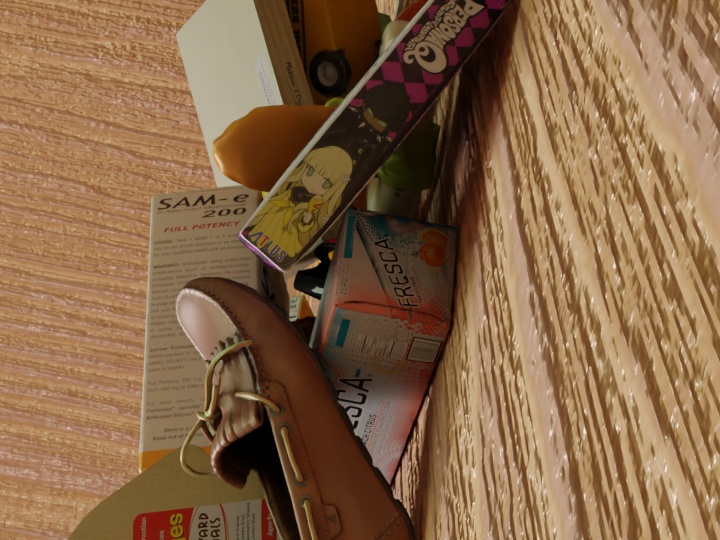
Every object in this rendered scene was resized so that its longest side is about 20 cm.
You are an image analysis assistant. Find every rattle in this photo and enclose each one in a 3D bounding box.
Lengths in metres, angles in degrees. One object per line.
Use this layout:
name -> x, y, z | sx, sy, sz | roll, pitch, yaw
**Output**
rattle -> -0.015, -0.114, 1.108 | 0.131, 0.141, 0.201 | 78, -173, -47

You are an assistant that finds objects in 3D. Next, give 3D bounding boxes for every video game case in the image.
video game case -> 0.002, -0.077, 0.913 | 0.182, 0.036, 0.200 | -50, 4, -2

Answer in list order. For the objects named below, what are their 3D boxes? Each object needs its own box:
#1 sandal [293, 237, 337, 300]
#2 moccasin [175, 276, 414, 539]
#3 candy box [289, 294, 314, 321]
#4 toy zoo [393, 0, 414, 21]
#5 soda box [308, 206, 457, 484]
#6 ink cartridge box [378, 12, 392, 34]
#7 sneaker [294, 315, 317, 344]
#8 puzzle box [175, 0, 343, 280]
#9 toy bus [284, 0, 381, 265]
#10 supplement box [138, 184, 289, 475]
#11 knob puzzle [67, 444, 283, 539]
sandal -> 0.000, 0.000, 1.060 | 0.200, 0.074, 0.045 | -102, 34, -85
moccasin -> -0.050, 0.085, 0.872 | 0.202, 0.077, 0.074 | 59, 155, 27
candy box -> -0.054, 0.127, 1.204 | 0.201, 0.055, 0.116 | -84, -23, -51
toy zoo -> 0.037, -0.177, 1.276 | 0.131, 0.020, 0.202 | -111, 32, -81
soda box -> 0.002, 0.054, 0.941 | 0.201, 0.063, 0.069 | 107, 172, -52
ink cartridge box -> -0.010, -0.146, 1.281 | 0.104, 0.059, 0.202 | -98, 19, -75
sneaker -> -0.010, 0.067, 1.106 | 0.200, 0.072, 0.078 | 52, -141, -84
puzzle box -> -0.070, -0.096, 1.168 | 0.133, 0.025, 0.202 | -29, 75, 59
toy bus -> -0.024, -0.106, 1.193 | 0.065, 0.078, 0.202 | -24, -64, -54
supplement box -> -0.085, 0.065, 1.040 | 0.127, 0.073, 0.202 | 79, -173, -53
knob puzzle -> -0.088, 0.190, 0.892 | 0.030, 0.217, 0.222 | 59, -144, -60
